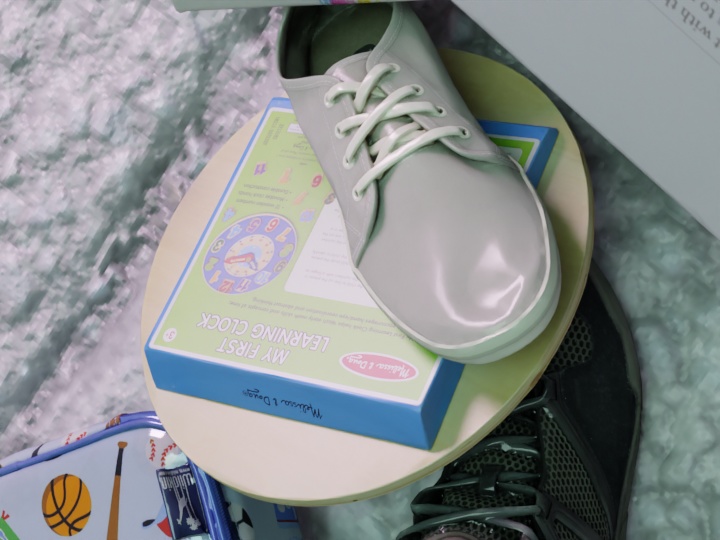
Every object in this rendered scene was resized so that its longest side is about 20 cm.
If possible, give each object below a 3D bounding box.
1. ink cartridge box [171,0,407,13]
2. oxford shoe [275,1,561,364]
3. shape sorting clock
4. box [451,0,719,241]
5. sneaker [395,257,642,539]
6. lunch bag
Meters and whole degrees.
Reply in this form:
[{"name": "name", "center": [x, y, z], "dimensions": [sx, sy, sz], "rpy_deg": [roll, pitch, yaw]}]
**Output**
[{"name": "ink cartridge box", "center": [-0.008, -0.187, 0.791], "dimensions": [0.200, 0.125, 0.129], "rpy_deg": [1, 48, 26]}, {"name": "oxford shoe", "center": [0.014, -0.045, 0.785], "dimensions": [0.075, 0.058, 0.200], "rpy_deg": [-30, 49, 7]}, {"name": "shape sorting clock", "center": [0.000, 0.000, 0.827], "dimensions": [0.200, 0.039, 0.200], "rpy_deg": [-16, 52, 21]}, {"name": "box", "center": [0.176, -0.117, 0.652], "dimensions": [0.199, 0.200, 0.171], "rpy_deg": [43, 147, 11]}, {"name": "sneaker", "center": [0.057, 0.077, 0.800], "dimensions": [0.076, 0.114, 0.200], "rpy_deg": [0, 87, 25]}, {"name": "lunch bag", "center": [-0.106, 0.151, 0.889], "dimensions": [0.200, 0.076, 0.161], "rpy_deg": [-21, 76, 31]}]
